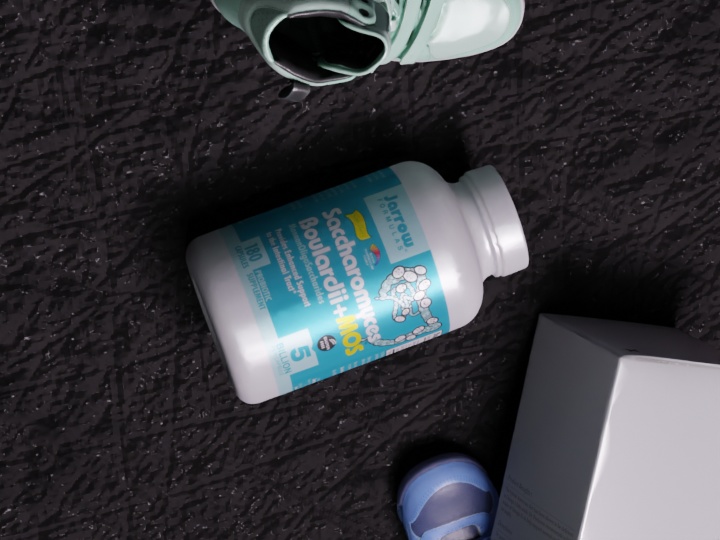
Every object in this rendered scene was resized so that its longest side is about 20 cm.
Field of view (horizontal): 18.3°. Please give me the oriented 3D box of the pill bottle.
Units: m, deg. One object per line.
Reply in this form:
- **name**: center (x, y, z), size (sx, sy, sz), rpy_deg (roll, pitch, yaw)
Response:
- **pill bottle**: center (0.000, 0.000, 1.387), size (0.200, 0.111, 0.111), rpy_deg (-21, 127, -6)

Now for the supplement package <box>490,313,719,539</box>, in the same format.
- **supplement package**: center (0.174, 0.142, 1.506), size (0.117, 0.117, 0.200), rpy_deg (7, 101, -24)

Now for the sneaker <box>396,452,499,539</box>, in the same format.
- **sneaker**: center (0.077, 0.215, 1.579), size (0.074, 0.082, 0.200), rpy_deg (-18, 125, -6)

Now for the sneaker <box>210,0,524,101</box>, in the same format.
- **sneaker**: center (0.018, -0.137, 1.295), size (0.200, 0.118, 0.074), rpy_deg (2, 120, -23)
